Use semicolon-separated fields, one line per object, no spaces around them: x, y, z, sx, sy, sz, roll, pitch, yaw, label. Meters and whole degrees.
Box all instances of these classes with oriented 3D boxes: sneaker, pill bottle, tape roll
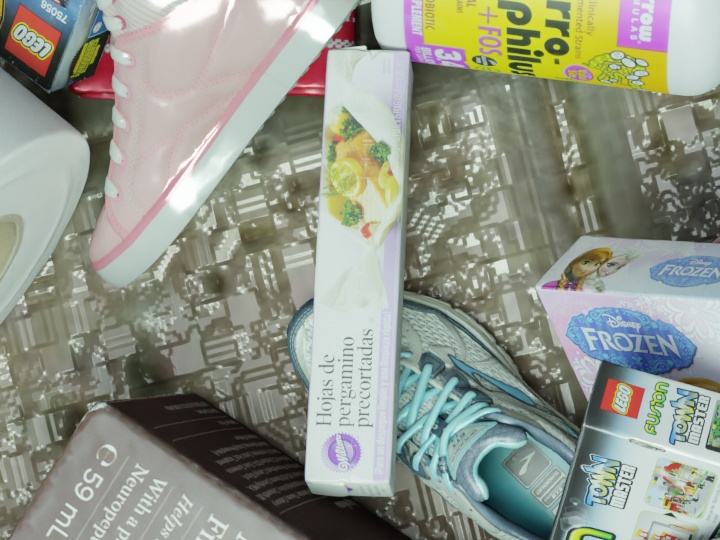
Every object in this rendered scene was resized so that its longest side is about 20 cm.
0.051;0.070;1.320;0.200;0.086;0.078;33;94;11;sneaker
0.111;-0.135;1.306;0.200;0.104;0.104;7;90;12;pill bottle
-0.214;-0.005;1.317;0.071;0.202;0.202;40;96;10;tape roll
-0.091;-0.090;1.332;0.105;0.075;0.200;36;118;-7;sneaker

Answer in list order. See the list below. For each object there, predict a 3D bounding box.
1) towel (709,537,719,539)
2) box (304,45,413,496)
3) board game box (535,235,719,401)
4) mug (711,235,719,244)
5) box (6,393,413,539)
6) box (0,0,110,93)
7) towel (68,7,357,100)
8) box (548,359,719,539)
0.175;0.173;1.217;0.192;0.200;0.035;-16;44;42;towel
0.000;0.000;1.297;0.039;0.041;0.200;2;78;5;box
0.192;0.080;1.214;0.200;0.041;0.200;3;128;46;board game box
0.241;0.041;1.245;0.133;0.178;0.200;-41;86;4;mug
-0.059;0.175;1.299;0.200;0.164;0.166;33;95;10;box
-0.187;-0.195;1.360;0.200;0.040;0.137;37;123;17;box
-0.070;-0.180;1.386;0.144;0.022;0.200;2;88;10;towel
0.133;0.120;1.217;0.110;0.200;0.035;17;54;5;box
